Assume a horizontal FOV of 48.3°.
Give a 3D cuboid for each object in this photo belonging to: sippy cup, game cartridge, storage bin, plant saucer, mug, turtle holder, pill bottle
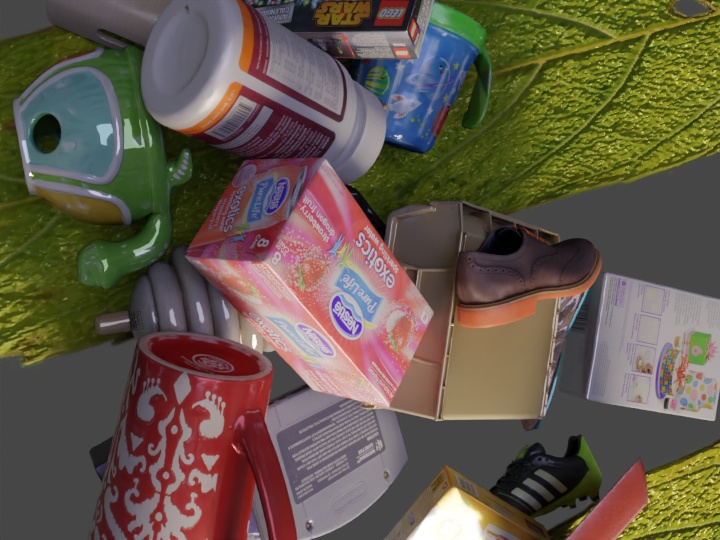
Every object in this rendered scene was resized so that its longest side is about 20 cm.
[{"bbox_3d":[0.043,-0.192,0.801,0.175,0.140,0.133,19,95,6],"label":"sippy cup"},{"bbox_3d":[-0.034,0.175,0.775,0.198,0.041,0.135,-17,87,-49],"label":"game cartridge"},{"bbox_3d":[0.110,0.046,0.806,0.198,0.093,0.203,11,86,-47],"label":"storage bin"},{"bbox_3d":[0.225,0.303,0.851,0.199,0.201,0.037,-42,67,-16],"label":"plant saucer"},{"bbox_3d":[-0.119,0.165,0.629,0.174,0.133,0.204,13,98,3],"label":"mug"},{"bbox_3d":[-0.222,-0.094,0.694,0.129,0.141,0.189,-10,116,-21],"label":"turtle holder"},{"bbox_3d":[-0.072,-0.142,0.665,0.199,0.108,0.112,18,84,-50],"label":"pill bottle"}]

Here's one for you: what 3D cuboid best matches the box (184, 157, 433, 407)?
[{"bbox_3d":[-0.035,0.013,0.661,0.201,0.094,0.104,53,55,-39],"label":"box"}]

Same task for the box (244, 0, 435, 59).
[{"bbox_3d":[-0.026,-0.259,0.729,0.040,0.197,0.139,51,51,-58],"label":"box"}]

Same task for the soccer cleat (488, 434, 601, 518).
[{"bbox_3d":[0.180,0.244,0.901,0.197,0.068,0.082,-15,79,-22],"label":"soccer cleat"}]

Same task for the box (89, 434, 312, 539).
[{"bbox_3d":[-0.144,0.224,0.760,0.140,0.079,0.203,-31,102,-21],"label":"box"}]

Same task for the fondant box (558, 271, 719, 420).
[{"bbox_3d":[0.342,0.090,0.958,0.197,0.058,0.147,12,87,-20],"label":"fondant box"}]

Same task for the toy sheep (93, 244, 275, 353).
[{"bbox_3d":[-0.139,0.034,0.727,0.197,0.138,0.141,-15,96,-20],"label":"toy sheep"}]

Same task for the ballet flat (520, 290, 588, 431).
[{"bbox_3d":[0.199,0.076,0.906,0.066,0.068,0.203,22,77,-1],"label":"ballet flat"}]

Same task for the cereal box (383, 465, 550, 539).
[{"bbox_3d":[0.084,0.315,0.832,0.143,0.040,0.201,34,104,-18],"label":"cereal box"}]

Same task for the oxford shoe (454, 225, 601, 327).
[{"bbox_3d":[0.159,-0.009,0.735,0.198,0.070,0.074,-21,104,-44],"label":"oxford shoe"}]

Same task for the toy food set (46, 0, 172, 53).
[{"bbox_3d":[-0.186,-0.298,0.747,0.141,0.060,0.203,20,83,-9],"label":"toy food set"}]

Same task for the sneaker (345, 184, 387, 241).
[{"bbox_3d":[0.000,0.000,0.804,0.073,0.087,0.203,-25,100,-19],"label":"sneaker"}]
